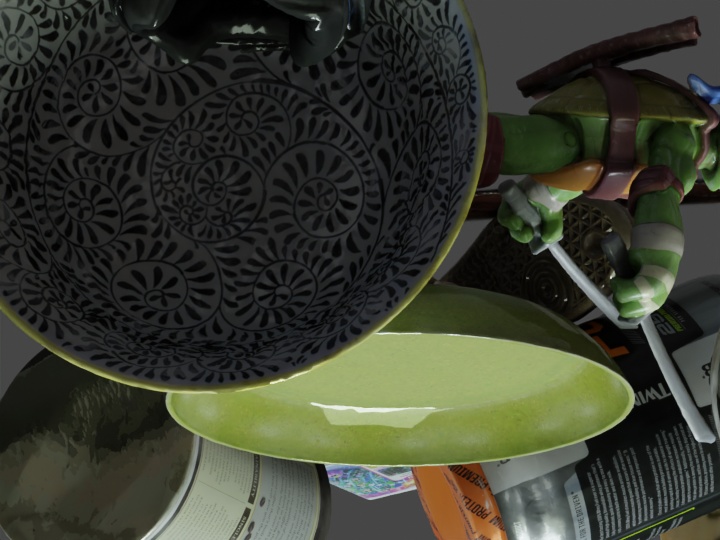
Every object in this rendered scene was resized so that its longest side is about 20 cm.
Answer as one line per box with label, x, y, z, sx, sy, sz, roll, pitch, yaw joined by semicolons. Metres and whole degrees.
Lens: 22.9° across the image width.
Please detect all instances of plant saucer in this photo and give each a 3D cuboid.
plant saucer;0.016;0.045;0.759;0.198;0.031;0.200;0;160;0

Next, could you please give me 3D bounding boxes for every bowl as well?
bowl;-0.051;-0.045;0.669;0.198;0.203;0.094;-7;165;3

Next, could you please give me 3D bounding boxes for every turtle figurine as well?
turtle figurine;0.082;-0.017;0.805;0.192;0.145;0.201;11;130;-10

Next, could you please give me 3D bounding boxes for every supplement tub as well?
supplement tub;0.132;0.090;0.971;0.198;0.123;0.123;-21;161;-14

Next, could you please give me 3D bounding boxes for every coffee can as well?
coffee can;-0.123;0.135;1.132;0.145;0.148;0.200;-14;156;19

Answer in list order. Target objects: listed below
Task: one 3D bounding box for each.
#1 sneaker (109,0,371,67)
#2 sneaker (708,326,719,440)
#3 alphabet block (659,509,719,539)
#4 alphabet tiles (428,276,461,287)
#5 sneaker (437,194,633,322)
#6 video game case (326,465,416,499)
sneaker;0.007;-0.126;0.592;0.198;0.112;0.077;-10;157;8
sneaker;0.203;0.017;0.807;0.073;0.203;0.079;7;-173;4
alphabet block;0.299;0.156;1.084;0.195;0.202;0.195;-17;154;25
alphabet tiles;0.000;0.000;0.865;0.199;0.015;0.195;26;173;30
sneaker;0.100;0.003;1.009;0.075;0.071;0.200;-15;169;-38
video game case;0.050;0.121;1.306;0.198;0.024;0.182;-17;155;23
